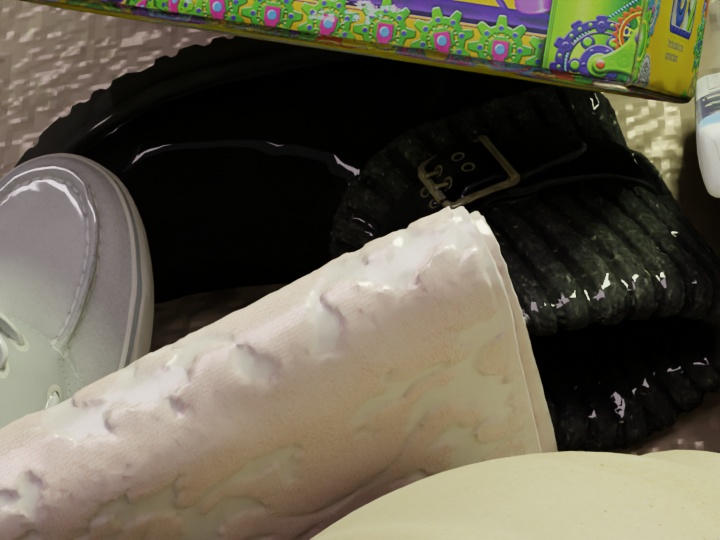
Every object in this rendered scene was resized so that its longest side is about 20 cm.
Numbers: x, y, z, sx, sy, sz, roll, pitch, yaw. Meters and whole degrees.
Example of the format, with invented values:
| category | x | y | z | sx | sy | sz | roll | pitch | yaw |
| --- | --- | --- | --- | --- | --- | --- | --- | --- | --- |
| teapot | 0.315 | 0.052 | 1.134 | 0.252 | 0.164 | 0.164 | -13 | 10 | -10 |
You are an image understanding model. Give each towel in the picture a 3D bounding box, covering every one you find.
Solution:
| category | x | y | z | sx | sy | sz | roll | pitch | yaw |
| --- | --- | --- | --- | --- | --- | --- | --- | --- | --- |
| towel | -0.037 | 0.085 | 0.782 | 0.199 | 0.191 | 0.032 | -28 | 52 | -5 |

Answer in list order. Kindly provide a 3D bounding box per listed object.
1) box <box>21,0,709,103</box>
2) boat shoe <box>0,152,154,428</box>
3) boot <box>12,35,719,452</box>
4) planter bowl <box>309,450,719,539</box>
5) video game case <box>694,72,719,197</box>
| category | x | y | z | sx | sy | sz | roll | pitch | yaw |
| --- | --- | --- | --- | --- | --- | --- | --- | --- | --- |
| box | 0.007 | -0.159 | 0.848 | 0.199 | 0.122 | 0.194 | 10 | 94 | 14 |
| boat shoe | -0.117 | 0.044 | 0.837 | 0.072 | 0.069 | 0.201 | 18 | 64 | 16 |
| boot | 0.000 | -0.002 | 0.905 | 0.210 | 0.080 | 0.158 | -20 | 52 | -1 |
| planter bowl | 0.066 | 0.127 | 0.741 | 0.199 | 0.201 | 0.135 | 20 | 35 | 27 |
| video game case | 0.197 | -0.057 | 0.853 | 0.199 | 0.182 | 0.023 | -10 | 97 | 8 |
